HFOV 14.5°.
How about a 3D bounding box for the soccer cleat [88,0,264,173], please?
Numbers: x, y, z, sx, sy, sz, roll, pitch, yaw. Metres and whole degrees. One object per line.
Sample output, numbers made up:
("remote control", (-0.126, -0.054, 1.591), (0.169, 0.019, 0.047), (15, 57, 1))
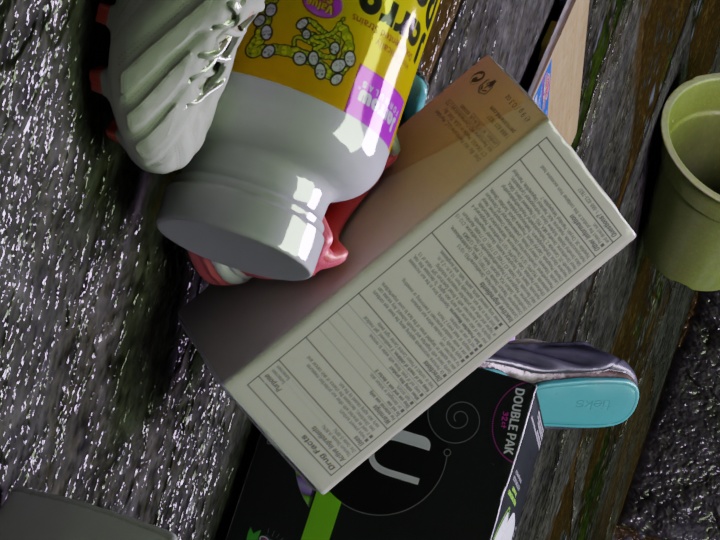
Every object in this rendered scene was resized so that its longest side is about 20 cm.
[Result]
("soccer cleat", (-0.062, -0.114, 1.129), (0.069, 0.077, 0.201), (-61, 163, -47))

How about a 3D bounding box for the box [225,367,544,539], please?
("box", (0.008, 0.151, 1.629), (0.124, 0.148, 0.201), (68, 39, -74))

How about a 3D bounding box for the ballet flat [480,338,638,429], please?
("ballet flat", (0.086, 0.071, 1.825), (0.073, 0.199, 0.073), (0, -90, 59))

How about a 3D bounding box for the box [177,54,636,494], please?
("box", (0.021, 0.002, 1.362), (0.200, 0.078, 0.095), (-38, 125, 1))

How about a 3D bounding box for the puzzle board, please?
("puzzle board", (0.149, -0.125, 2.253), (0.200, 0.017, 0.151), (90, 21, -52))

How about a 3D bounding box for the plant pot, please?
("plant pot", (0.394, -0.080, 3.113), (0.190, 0.199, 0.200), (113, 3, -49))

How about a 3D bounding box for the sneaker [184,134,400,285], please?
("sneaker", (-0.011, -0.076, 1.351), (0.074, 0.086, 0.201), (52, 52, -49))

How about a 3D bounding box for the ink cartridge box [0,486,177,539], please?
("ink cartridge box", (-0.146, 0.208, 1.148), (0.200, 0.084, 0.146), (-58, 160, -49))

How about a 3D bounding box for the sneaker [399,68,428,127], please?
("sneaker", (-0.004, -0.021, 1.431), (0.091, 0.077, 0.201), (-173, -94, -72))

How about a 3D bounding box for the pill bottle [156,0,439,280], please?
("pill bottle", (-0.025, -0.101, 1.255), (0.104, 0.104, 0.201), (63, 44, -73))
